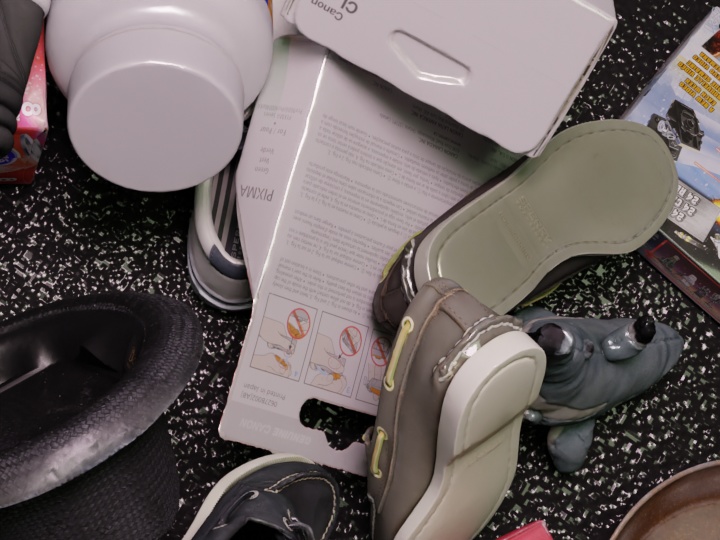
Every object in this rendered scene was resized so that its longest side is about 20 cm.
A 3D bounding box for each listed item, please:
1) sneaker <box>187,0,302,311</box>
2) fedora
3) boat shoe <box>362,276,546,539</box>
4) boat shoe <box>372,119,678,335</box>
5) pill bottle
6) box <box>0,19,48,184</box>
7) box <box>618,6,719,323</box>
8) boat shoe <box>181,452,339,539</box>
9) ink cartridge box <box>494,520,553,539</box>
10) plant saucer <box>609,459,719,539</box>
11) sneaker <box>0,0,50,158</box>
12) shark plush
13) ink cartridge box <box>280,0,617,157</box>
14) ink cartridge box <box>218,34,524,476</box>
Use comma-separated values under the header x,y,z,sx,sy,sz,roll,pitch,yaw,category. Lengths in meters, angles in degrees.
x,y,z,sx,sy,sz,roll,pitch,yaw,category
-0.049,-0.079,1.002,0.073,0.071,0.201,8,72,-13,sneaker
-0.146,0.089,0.885,0.200,0.200,0.092,-30,111,-21,fedora
0.036,0.082,0.921,0.072,0.202,0.060,-28,61,-30,boat shoe
0.086,-0.022,0.980,0.201,0.060,0.072,-27,91,-39,boat shoe
-0.098,-0.136,0.945,0.112,0.112,0.201,8,45,-13,pill bottle
-0.213,-0.149,0.965,0.099,0.095,0.201,-1,75,-15,box
0.233,-0.034,1.081,0.200,0.040,0.137,42,67,0,box
-0.051,0.139,0.851,0.199,0.066,0.075,-24,112,-57,boat shoe
0.015,0.233,0.888,0.199,0.145,0.146,-24,81,-20,ink cartridge box
0.207,0.201,1.009,0.199,0.034,0.201,4,74,-14,plant saucer
-0.219,-0.100,0.827,0.200,0.071,0.100,15,71,-46,sneaker
0.112,0.033,0.960,0.083,0.200,0.091,-19,66,13,shark plush
0.050,-0.155,0.984,0.147,0.200,0.086,27,111,-8,ink cartridge box
0.000,0.000,0.976,0.161,0.050,0.201,20,86,-42,ink cartridge box
